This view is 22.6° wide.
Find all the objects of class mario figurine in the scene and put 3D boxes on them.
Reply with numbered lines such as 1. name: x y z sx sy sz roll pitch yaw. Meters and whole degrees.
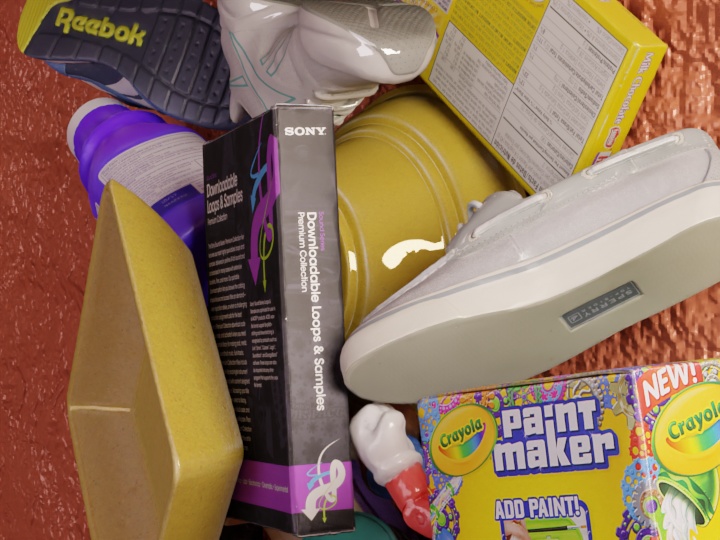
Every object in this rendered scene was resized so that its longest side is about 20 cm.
1. mario figurine: 0.073 0.095 0.844 0.200 0.123 0.107 27 141 65

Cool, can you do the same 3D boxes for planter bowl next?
1. planter bowl: 0.000 0.000 0.971 0.200 0.083 0.202 4 95 53

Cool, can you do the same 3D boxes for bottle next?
1. bottle: -0.122 -0.048 1.093 0.200 0.083 0.066 40 147 50

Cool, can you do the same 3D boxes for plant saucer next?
1. plant saucer: -0.111 0.086 0.975 0.201 0.048 0.201 108 152 -45

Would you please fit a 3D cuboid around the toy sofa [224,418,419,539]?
1. toy sofa: 0.015 0.156 0.958 0.200 0.082 0.098 49 127 38

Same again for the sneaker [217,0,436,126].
1. sneaker: -0.018 -0.108 0.966 0.200 0.070 0.081 21 110 62

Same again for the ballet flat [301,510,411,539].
1. ballet flat: 0.018 0.166 0.819 0.200 0.072 0.074 -161 71 -73

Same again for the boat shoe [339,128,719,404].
1. boat shoe: 0.080 -0.003 0.822 0.200 0.070 0.072 -24 52 12

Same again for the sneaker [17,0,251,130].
1. sneaker: -0.125 -0.136 1.152 0.199 0.082 0.074 24 86 32

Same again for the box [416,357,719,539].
1. box: 0.143 0.130 0.685 0.122 0.199 0.194 -14 82 53

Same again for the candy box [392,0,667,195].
1. candy box: 0.071 -0.123 0.913 0.200 0.026 0.103 52 135 39

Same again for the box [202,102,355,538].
1. box: -0.043 0.026 0.900 0.143 0.036 0.202 171 95 -71

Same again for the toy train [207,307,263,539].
1. toy train: -0.100 0.102 1.102 0.114 0.086 0.202 -24 64 48
